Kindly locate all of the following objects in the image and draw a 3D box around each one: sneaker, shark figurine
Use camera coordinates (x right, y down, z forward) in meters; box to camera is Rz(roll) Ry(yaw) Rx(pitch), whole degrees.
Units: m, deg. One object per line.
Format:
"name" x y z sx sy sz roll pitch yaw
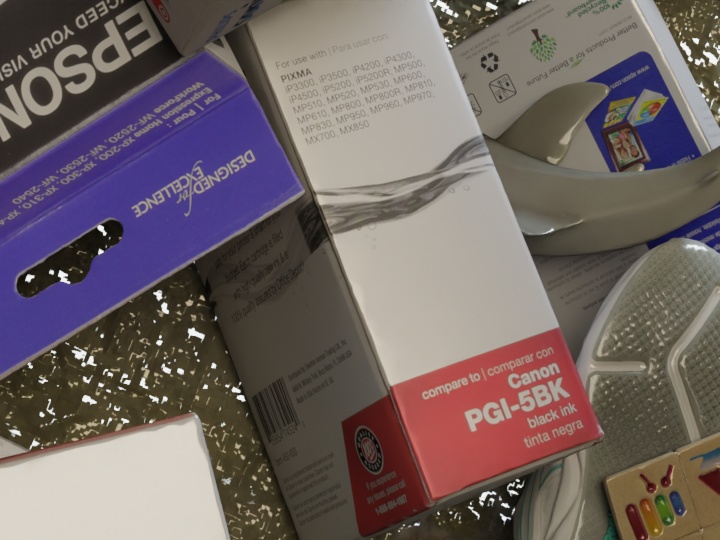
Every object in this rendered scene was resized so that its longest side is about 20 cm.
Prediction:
"sneaker" 0.098 0.081 0.984 0.070 0.080 0.200 21 85 -17
"shark figurine" 0.091 -0.036 0.971 0.214 0.089 0.128 -8 93 25

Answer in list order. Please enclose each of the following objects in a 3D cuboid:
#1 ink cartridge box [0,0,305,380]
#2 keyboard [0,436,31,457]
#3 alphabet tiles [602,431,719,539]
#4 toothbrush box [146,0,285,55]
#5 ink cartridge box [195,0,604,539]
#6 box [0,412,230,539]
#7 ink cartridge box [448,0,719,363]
"ink cartridge box" -0.148 -0.068 0.915 0.198 0.043 0.200 -32 77 17
"keyboard" -0.155 0.092 0.962 0.200 0.011 0.056 28 65 -9
"alphabet tiles" 0.169 0.161 0.965 0.166 0.006 0.200 -19 96 -18
"toothbrush box" -0.011 -0.191 0.839 0.200 0.086 0.146 -32 88 -21
"ink cartridge box" 0.000 0.000 0.956 0.083 0.147 0.200 -18 83 -24
"box" -0.131 0.126 0.849 0.152 0.200 0.106 -13 85 -16
"ink cartridge box" 0.115 -0.024 1.028 0.099 0.039 0.200 -27 83 21
